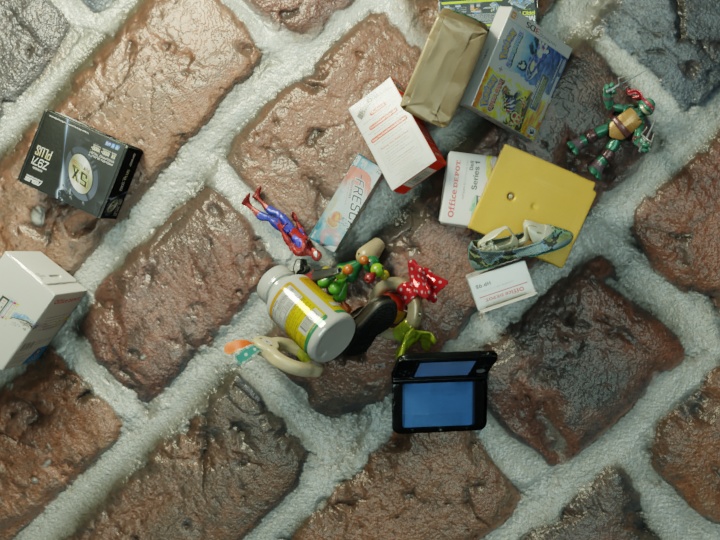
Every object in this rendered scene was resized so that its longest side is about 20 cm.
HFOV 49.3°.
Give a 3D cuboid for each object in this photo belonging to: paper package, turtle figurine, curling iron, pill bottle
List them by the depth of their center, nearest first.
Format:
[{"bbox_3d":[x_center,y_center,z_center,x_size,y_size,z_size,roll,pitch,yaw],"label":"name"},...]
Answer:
[{"bbox_3d":[0.162,-0.389,1.487,0.103,0.200,0.191,24,112,0],"label":"paper package"},{"bbox_3d":[0.510,-0.280,1.527,0.200,0.101,0.150,-43,72,21],"label":"turtle figurine"},{"bbox_3d":[-0.112,0.078,1.531,0.200,0.113,0.113,40,97,31],"label":"pill bottle"},{"bbox_3d":[-0.091,0.001,1.565,0.025,0.200,0.050,6,87,-28],"label":"curling iron"}]

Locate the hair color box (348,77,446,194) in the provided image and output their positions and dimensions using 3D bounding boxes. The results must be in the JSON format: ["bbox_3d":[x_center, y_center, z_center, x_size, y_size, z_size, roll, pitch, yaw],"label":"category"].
[{"bbox_3d":[0.073,-0.267,1.559,0.111,0.064,0.201,-33,75,22],"label":"hair color box"}]

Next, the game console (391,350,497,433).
[{"bbox_3d":[0.167,0.244,1.562,0.199,0.176,0.117,-2,64,-7],"label":"game console"}]

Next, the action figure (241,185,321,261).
[{"bbox_3d":[-0.155,-0.091,1.624,0.200,0.065,0.052,45,126,3],"label":"action figure"}]

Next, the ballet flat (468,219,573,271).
[{"bbox_3d":[0.295,-0.056,1.457,0.199,0.074,0.075,-18,90,3],"label":"ballet flat"}]

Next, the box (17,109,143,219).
[{"bbox_3d":[-0.590,-0.223,1.655,0.199,0.086,0.165,25,95,5],"label":"box"}]

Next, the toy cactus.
[{"bbox_3d":[0.000,0.000,1.577,0.102,0.200,0.165,48,56,-9],"label":"toy cactus"}]

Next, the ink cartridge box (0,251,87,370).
[{"bbox_3d":[-0.712,0.078,1.650,0.144,0.147,0.200,38,95,4],"label":"ink cartridge box"}]

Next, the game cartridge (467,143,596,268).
[{"bbox_3d":[0.331,-0.123,1.505,0.199,0.032,0.177,24,95,0],"label":"game cartridge"}]

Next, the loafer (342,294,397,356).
[{"bbox_3d":[0.006,0.100,1.566,0.073,0.200,0.072,1,57,-31],"label":"loafer"}]

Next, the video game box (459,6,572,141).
[{"bbox_3d":[0.304,-0.379,1.523,0.181,0.047,0.201,19,95,-31],"label":"video game box"}]

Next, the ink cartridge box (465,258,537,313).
[{"bbox_3d":[0.269,0.025,1.514,0.115,0.200,0.067,-19,91,6],"label":"ink cartridge box"}]

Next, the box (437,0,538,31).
[{"bbox_3d":[0.253,-0.557,1.571,0.199,0.044,0.161,-2,93,7],"label":"box"}]

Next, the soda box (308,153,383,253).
[{"bbox_3d":[-0.025,-0.135,1.604,0.063,0.068,0.201,31,94,4],"label":"soda box"}]

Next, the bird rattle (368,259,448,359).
[{"bbox_3d":[0.080,0.075,1.579,0.162,0.112,0.201,10,105,36],"label":"bird rattle"}]

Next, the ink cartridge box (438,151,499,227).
[{"bbox_3d":[0.263,-0.153,1.565,0.199,0.084,0.146,8,94,5],"label":"ink cartridge box"}]

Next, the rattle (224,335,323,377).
[{"bbox_3d":[-0.155,0.131,1.576,0.199,0.131,0.143,21,121,-17],"label":"rattle"}]
